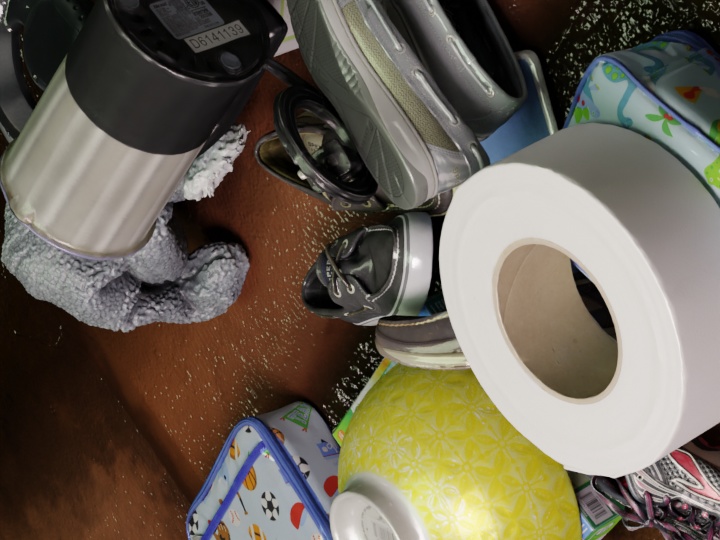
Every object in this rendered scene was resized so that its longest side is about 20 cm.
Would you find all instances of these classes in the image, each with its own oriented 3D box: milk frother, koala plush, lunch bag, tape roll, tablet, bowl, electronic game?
[{"bbox_3d":[-0.110,-0.077,1.555,0.188,0.180,0.200,-53,54,41],"label":"milk frother"},{"bbox_3d":[-0.166,-0.072,1.793,0.177,0.184,0.200,50,128,22],"label":"koala plush"},{"bbox_3d":[0.202,-0.032,1.406,0.200,0.082,0.161,43,137,29],"label":"lunch bag"},{"bbox_3d":[0.138,0.019,1.393,0.202,0.071,0.203,31,134,38],"label":"tape roll"},{"bbox_3d":[0.102,-0.044,1.583,0.130,0.014,0.201,-6,104,52],"label":"tablet"},{"bbox_3d":[0.044,0.165,1.606,0.200,0.108,0.201,31,135,38],"label":"bowl"},{"bbox_3d":[-0.215,-0.166,1.727,0.200,0.042,0.201,6,99,44],"label":"electronic game"},{"bbox_3d":[-0.067,0.205,1.880,0.160,0.075,0.200,55,141,20],"label":"lunch bag"}]

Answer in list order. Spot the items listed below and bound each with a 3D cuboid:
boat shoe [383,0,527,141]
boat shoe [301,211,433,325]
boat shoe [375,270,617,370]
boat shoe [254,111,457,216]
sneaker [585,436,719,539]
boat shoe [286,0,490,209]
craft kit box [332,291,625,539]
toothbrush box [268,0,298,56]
[{"bbox_3d":[0.054,-0.183,1.529,0.071,0.070,0.201,-30,79,40],"label":"boat shoe"},{"bbox_3d":[0.000,0.000,1.640,0.200,0.066,0.070,155,117,-75],"label":"boat shoe"},{"bbox_3d":[0.104,0.022,1.537,0.199,0.074,0.074,-5,93,21],"label":"boat shoe"},{"bbox_3d":[-0.002,-0.069,1.647,0.200,0.065,0.073,14,121,55],"label":"boat shoe"},{"bbox_3d":[0.201,0.144,1.492,0.200,0.075,0.081,37,135,14],"label":"sneaker"},{"bbox_3d":[0.010,-0.136,1.501,0.202,0.065,0.074,61,160,18],"label":"boat shoe"},{"bbox_3d":[0.080,0.141,1.674,0.200,0.048,0.198,54,142,15],"label":"craft kit box"},{"bbox_3d":[-0.127,-0.252,1.701,0.200,0.086,0.146,33,132,38],"label":"toothbrush box"}]
